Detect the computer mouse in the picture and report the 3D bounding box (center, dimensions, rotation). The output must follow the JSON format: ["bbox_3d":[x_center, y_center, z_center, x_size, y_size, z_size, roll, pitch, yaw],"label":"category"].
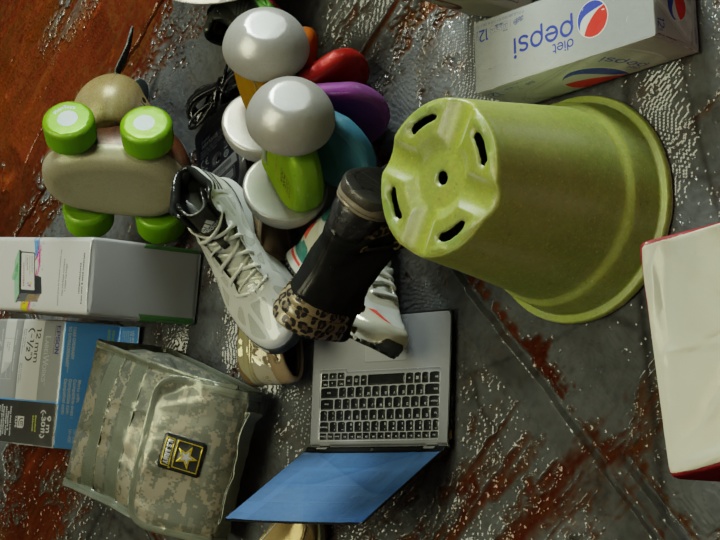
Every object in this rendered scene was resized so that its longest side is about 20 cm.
[{"bbox_3d":[-0.127,-0.126,1.893,0.138,0.053,0.200,-34,48,40],"label":"computer mouse"}]

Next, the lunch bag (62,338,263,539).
[{"bbox_3d":[-0.194,0.175,1.861,0.200,0.117,0.164,17,95,41],"label":"lunch bag"}]

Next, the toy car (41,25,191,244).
[{"bbox_3d":[-0.250,-0.158,1.960,0.164,0.157,0.200,88,-173,-51],"label":"toy car"}]

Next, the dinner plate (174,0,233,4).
[{"bbox_3d":[-0.135,-0.348,1.865,0.200,0.024,0.201,-9,50,11],"label":"dinner plate"}]

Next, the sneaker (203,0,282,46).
[{"bbox_3d":[-0.132,-0.276,1.876,0.084,0.077,0.200,-30,45,6],"label":"sneaker"}]

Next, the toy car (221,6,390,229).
[{"bbox_3d":[-0.049,-0.150,1.747,0.175,0.150,0.200,98,157,-55],"label":"toy car"}]

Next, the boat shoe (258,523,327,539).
[{"bbox_3d":[-0.100,0.312,1.762,0.072,0.076,0.200,39,111,43],"label":"boat shoe"}]

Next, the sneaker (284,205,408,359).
[{"bbox_3d":[0.000,0.000,1.705,0.093,0.070,0.200,-55,36,12],"label":"sneaker"}]

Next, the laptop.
[{"bbox_3d":[-0.020,0.134,1.680,0.187,0.116,0.201,-6,79,45],"label":"laptop"}]

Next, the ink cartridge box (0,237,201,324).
[{"bbox_3d":[-0.292,0.010,1.968,0.200,0.145,0.084,2,86,47],"label":"ink cartridge box"}]

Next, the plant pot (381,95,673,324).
[{"bbox_3d":[0.125,-0.063,1.513,0.200,0.184,0.201,-9,77,45],"label":"plant pot"}]

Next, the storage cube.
[{"bbox_3d":[0.324,0.050,1.286,0.171,0.180,0.201,-19,70,43],"label":"storage cube"}]

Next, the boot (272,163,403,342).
[{"bbox_3d":[0.010,-0.015,1.611,0.073,0.200,0.151,39,109,19],"label":"boot"}]

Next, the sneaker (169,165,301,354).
[{"bbox_3d":[-0.130,-0.013,1.730,0.076,0.115,0.201,-34,67,13],"label":"sneaker"}]

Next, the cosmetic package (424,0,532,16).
[{"bbox_3d":[0.063,-0.294,1.609,0.087,0.200,0.104,10,89,48],"label":"cosmetic package"}]

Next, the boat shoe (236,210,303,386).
[{"bbox_3d":[-0.082,0.014,1.808,0.064,0.071,0.201,-5,85,37],"label":"boat shoe"}]

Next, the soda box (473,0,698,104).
[{"bbox_3d":[0.190,-0.198,1.556,0.200,0.063,0.068,-15,71,44],"label":"soda box"}]

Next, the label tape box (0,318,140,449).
[{"bbox_3d":[-0.336,0.128,2.054,0.200,0.066,0.144,-1,83,48],"label":"label tape box"}]
